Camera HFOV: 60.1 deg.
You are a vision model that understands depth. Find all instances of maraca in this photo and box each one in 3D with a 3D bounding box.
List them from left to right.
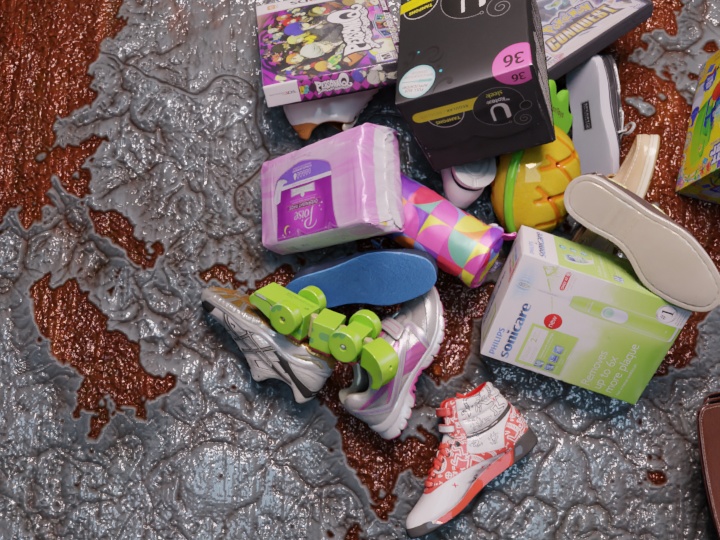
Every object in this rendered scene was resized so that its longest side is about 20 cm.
[{"bbox_3d":[0.226,-0.133,0.788,0.106,0.136,0.202,17,98,37],"label":"maraca"}]

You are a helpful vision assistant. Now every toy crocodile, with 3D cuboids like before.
[{"bbox_3d":[-0.044,0.070,0.729,0.198,0.067,0.062,24,119,19],"label":"toy crocodile"}]

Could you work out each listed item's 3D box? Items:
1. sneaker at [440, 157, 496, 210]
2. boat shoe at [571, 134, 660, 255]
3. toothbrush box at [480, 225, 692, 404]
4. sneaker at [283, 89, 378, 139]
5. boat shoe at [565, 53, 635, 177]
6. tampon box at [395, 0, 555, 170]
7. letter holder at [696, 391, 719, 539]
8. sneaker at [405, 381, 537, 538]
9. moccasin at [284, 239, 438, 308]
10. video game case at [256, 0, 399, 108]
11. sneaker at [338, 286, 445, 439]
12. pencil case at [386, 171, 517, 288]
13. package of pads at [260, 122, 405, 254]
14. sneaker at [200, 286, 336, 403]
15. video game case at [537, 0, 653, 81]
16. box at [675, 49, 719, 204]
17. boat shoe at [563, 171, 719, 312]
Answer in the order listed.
[{"bbox_3d":[0.136,-0.175,0.826,0.075,0.081,0.202,13,62,-3],"label":"sneaker"},{"bbox_3d":[0.303,-0.078,0.772,0.069,0.074,0.202,22,121,14],"label":"boat shoe"},{"bbox_3d":[0.263,0.054,0.753,0.198,0.086,0.147,19,119,3],"label":"toothbrush box"},{"bbox_3d":[-0.010,-0.240,0.847,0.198,0.073,0.085,-26,117,-11],"label":"sneaker"},{"bbox_3d":[0.319,-0.185,0.827,0.067,0.073,0.202,-11,92,-30],"label":"boat shoe"},{"bbox_3d":[0.132,-0.246,0.720,0.148,0.126,0.202,-11,58,24],"label":"tampon box"},{"bbox_3d":[0.467,0.253,0.751,0.140,0.101,0.203,-9,82,1],"label":"letter holder"},{"bbox_3d":[0.112,0.227,0.771,0.201,0.067,0.108,-36,83,-8],"label":"sneaker"},{"bbox_3d":[0.000,0.000,0.773,0.198,0.068,0.081,-5,110,19],"label":"moccasin"},{"bbox_3d":[-0.042,-0.298,0.810,0.179,0.036,0.201,-11,51,0],"label":"video game case"},{"bbox_3d":[0.037,0.101,0.768,0.088,0.081,0.202,24,81,-21],"label":"sneaker"},{"bbox_3d":[0.088,-0.057,0.778,0.199,0.088,0.089,32,83,20],"label":"pencil case"},{"bbox_3d":[-0.038,-0.092,0.758,0.199,0.075,0.122,-9,80,44],"label":"package of pads"},{"bbox_3d":[-0.129,0.095,0.786,0.199,0.076,0.088,30,104,15],"label":"sneaker"},{"bbox_3d":[0.243,-0.330,0.825,0.199,0.026,0.181,-34,52,-4],"label":"video game case"},{"bbox_3d":[0.510,-0.196,0.762,0.121,0.200,0.195,15,81,2],"label":"box"},{"bbox_3d":[0.319,-0.037,0.696,0.200,0.059,0.072,43,124,18],"label":"boat shoe"}]
